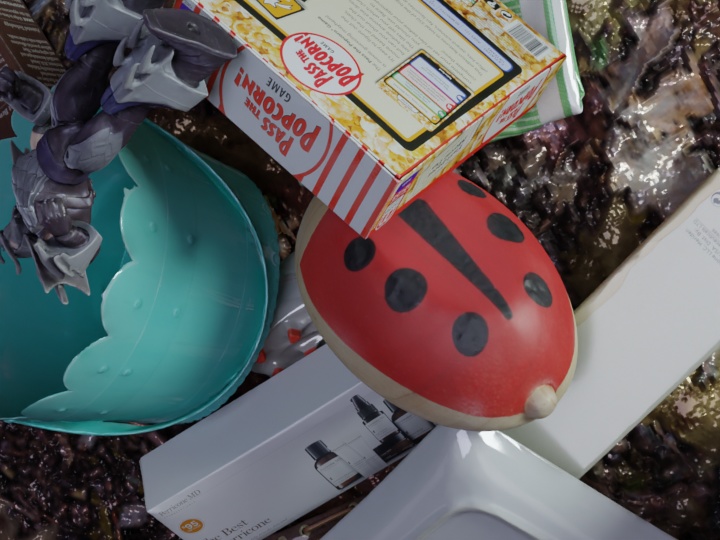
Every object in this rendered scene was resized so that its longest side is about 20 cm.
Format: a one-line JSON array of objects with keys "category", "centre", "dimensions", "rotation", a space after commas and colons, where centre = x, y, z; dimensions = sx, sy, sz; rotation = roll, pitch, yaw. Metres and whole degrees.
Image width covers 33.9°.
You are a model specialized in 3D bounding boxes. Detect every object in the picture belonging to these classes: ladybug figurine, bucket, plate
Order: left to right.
[{"category": "bucket", "centre": [-0.156, 0.002, 0.743], "dimensions": [0.206, 0.134, 0.210], "rotation": [-13, 70, 41]}, {"category": "ladybug figurine", "centre": [0.041, 0.003, 0.651], "dimensions": [0.135, 0.072, 0.200], "rotation": [-32, 56, -22]}, {"category": "plate", "centre": [0.081, 0.193, 0.703], "dimensions": [0.198, 0.032, 0.200], "rotation": [32, 127, -12]}]

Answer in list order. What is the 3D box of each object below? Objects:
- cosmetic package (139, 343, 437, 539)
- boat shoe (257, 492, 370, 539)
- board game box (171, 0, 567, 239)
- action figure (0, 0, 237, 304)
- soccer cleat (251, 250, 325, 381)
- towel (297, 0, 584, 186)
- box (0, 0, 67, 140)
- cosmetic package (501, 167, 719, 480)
[{"category": "cosmetic package", "centre": [-0.037, 0.109, 0.759], "dimensions": [0.199, 0.051, 0.083], "rotation": [-32, 129, 10]}, {"category": "boat shoe", "centre": [-0.055, 0.199, 0.810], "dimensions": [0.198, 0.072, 0.073], "rotation": [-25, 57, 26]}, {"category": "board game box", "centre": [0.009, -0.121, 0.658], "dimensions": [0.151, 0.200, 0.046], "rotation": [42, 133, 10]}, {"category": "action figure", "centre": [-0.148, -0.071, 0.610], "dimensions": [0.200, 0.069, 0.131], "rotation": [-50, 59, 33]}, {"category": "soccer cleat", "centre": [0.000, 0.000, 0.766], "dimensions": [0.198, 0.069, 0.078], "rotation": [-27, 46, 8]}, {"category": "towel", "centre": [0.035, -0.150, 0.761], "dimensions": [0.197, 0.023, 0.155], "rotation": [-11, 93, 18]}, {"category": "box", "centre": [-0.273, -0.139, 0.836], "dimensions": [0.100, 0.075, 0.201], "rotation": [-35, 83, 17]}, {"category": "cosmetic package", "centre": [0.165, 0.036, 0.696], "dimensions": [0.073, 0.103, 0.200], "rotation": [46, 105, 9]}]
